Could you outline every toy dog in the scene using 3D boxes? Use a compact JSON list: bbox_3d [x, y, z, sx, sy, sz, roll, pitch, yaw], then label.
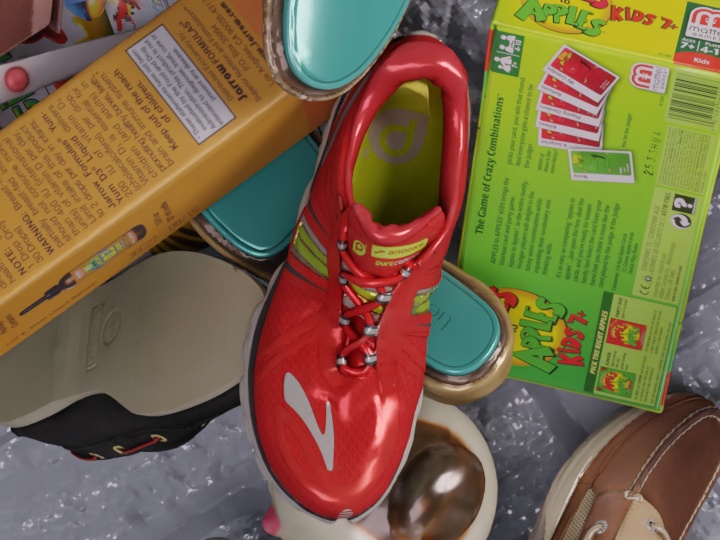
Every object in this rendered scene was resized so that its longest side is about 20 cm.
[{"bbox_3d":[0.015,0.154,1.273,0.193,0.140,0.201,-4,110,1],"label":"toy dog"}]

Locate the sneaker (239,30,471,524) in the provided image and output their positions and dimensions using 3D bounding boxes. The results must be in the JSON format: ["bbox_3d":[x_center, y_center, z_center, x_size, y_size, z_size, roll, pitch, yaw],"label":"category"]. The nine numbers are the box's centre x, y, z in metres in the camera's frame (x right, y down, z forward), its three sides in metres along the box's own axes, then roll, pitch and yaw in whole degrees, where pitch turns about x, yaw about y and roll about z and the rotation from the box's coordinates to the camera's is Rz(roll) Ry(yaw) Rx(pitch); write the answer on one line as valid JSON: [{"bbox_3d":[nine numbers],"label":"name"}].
[{"bbox_3d":[0.000,0.000,1.124,0.077,0.085,0.201,11,83,-6],"label":"sneaker"}]

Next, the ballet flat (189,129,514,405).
[{"bbox_3d":[-0.018,-0.010,1.213,0.200,0.063,0.069,43,78,13],"label":"ballet flat"}]

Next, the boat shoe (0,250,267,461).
[{"bbox_3d":[-0.089,0.040,1.246,0.063,0.074,0.201,24,156,-34],"label":"boat shoe"}]

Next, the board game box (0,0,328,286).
[{"bbox_3d":[-0.108,-0.101,1.250,0.126,0.035,0.200,-27,104,18],"label":"board game box"}]

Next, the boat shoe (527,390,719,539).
[{"bbox_3d":[0.108,0.138,1.230,0.072,0.200,0.076,17,150,44],"label":"boat shoe"}]

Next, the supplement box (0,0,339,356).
[{"bbox_3d":[-0.103,-0.043,1.161,0.200,0.067,0.069,-38,76,-7],"label":"supplement box"}]

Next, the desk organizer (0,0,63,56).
[{"bbox_3d":[-0.219,-0.161,1.179,0.200,0.077,0.072,36,141,20],"label":"desk organizer"}]

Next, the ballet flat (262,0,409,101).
[{"bbox_3d":[-0.002,-0.161,1.129,0.070,0.065,0.201,29,77,-36],"label":"ballet flat"}]

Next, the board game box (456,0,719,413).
[{"bbox_3d":[0.097,-0.033,1.192,0.101,0.048,0.200,13,136,6],"label":"board game box"}]

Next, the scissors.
[{"bbox_3d":[-0.158,-0.082,1.182,0.200,0.014,0.073,-34,105,-15],"label":"scissors"}]
